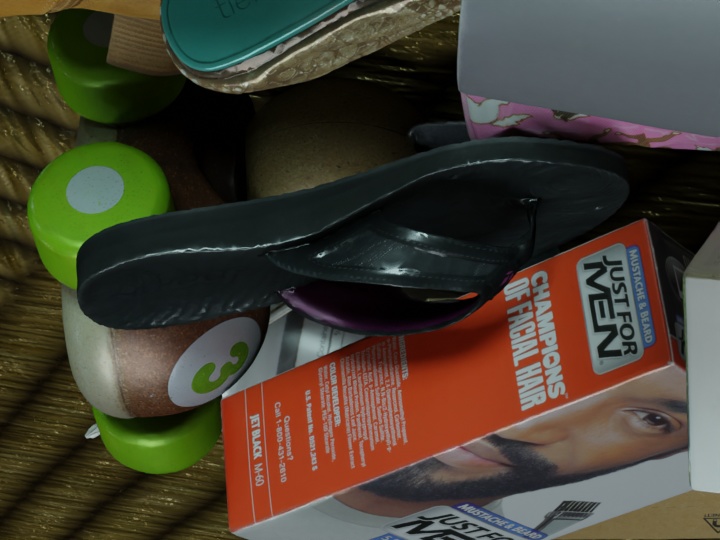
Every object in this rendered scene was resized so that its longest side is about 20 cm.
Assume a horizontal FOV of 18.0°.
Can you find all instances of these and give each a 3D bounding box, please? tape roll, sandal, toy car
[{"bbox_3d":[0.071,-0.135,0.532,0.066,0.201,0.200,9,156,4],"label":"tape roll"},{"bbox_3d":[0.000,0.001,0.803,0.200,0.048,0.075,-13,153,7],"label":"sandal"},{"bbox_3d":[-0.018,-0.018,0.922,0.199,0.158,0.165,-3,145,4],"label":"toy car"}]

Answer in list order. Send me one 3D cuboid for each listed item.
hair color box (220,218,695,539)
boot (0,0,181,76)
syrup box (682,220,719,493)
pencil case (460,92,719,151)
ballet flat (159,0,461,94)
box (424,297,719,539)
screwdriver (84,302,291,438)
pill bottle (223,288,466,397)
[{"bbox_3d":[0.057,0.059,0.875,0.200,0.064,0.111,-25,146,29],"label":"hair color box"},{"bbox_3d":[-0.133,-0.137,0.803,0.200,0.071,0.144,11,151,-7],"label":"boot"},{"bbox_3d":[0.176,0.005,0.800,0.081,0.200,0.079,4,112,23],"label":"syrup box"},{"bbox_3d":[0.132,-0.074,0.791,0.199,0.083,0.087,4,129,18],"label":"pencil case"},{"bbox_3d":[0.026,-0.115,0.759,0.199,0.071,0.065,-18,175,22],"label":"ballet flat"},{"bbox_3d":[0.128,0.064,0.965,0.199,0.021,0.164,0,142,3],"label":"box"},{"bbox_3d":[-0.040,0.020,1.009,0.200,0.028,0.029,-32,173,0],"label":"screwdriver"},{"bbox_3d":[0.004,0.046,1.075,0.199,0.114,0.114,11,156,3],"label":"pill bottle"}]
